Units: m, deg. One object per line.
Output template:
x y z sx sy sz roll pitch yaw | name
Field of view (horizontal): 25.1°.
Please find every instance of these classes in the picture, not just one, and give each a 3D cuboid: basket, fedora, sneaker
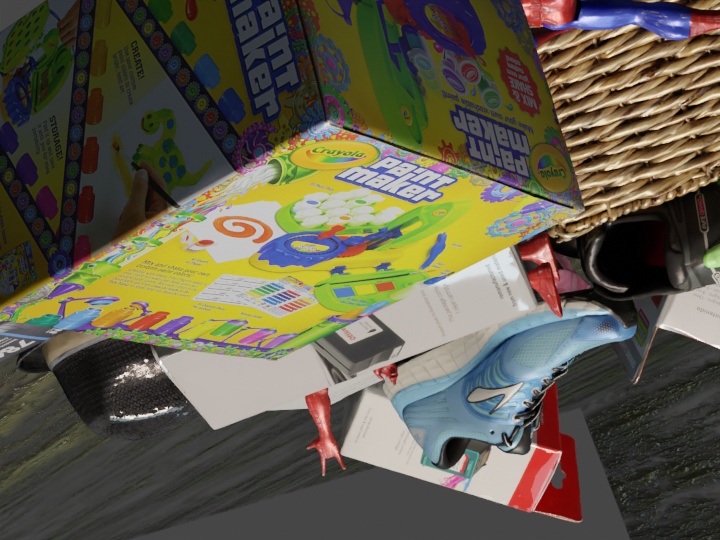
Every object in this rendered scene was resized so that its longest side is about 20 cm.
0.168 -0.134 0.941 0.199 0.149 0.143 -22 -158 9 | basket
-0.166 0.078 1.279 0.200 0.092 0.201 -20 168 -4 | fedora
0.109 0.074 1.081 0.200 0.090 0.078 -32 165 39 | sneaker
0.159 -0.027 0.984 0.084 0.077 0.200 -22 -168 -21 | sneaker

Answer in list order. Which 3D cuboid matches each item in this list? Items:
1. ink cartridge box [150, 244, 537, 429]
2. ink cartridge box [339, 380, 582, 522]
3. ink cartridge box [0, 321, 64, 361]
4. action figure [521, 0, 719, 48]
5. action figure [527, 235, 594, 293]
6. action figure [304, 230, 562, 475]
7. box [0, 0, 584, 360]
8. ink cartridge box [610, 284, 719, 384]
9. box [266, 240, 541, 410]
-0.020 -0.018 0.912 0.199 0.145 0.084 -21 139 7 | ink cartridge box
0.090 0.115 1.271 0.199 0.116 0.067 17 121 -7 | ink cartridge box
-0.239 0.025 1.055 0.099 0.039 0.200 -25 168 21 | ink cartridge box
0.106 -0.139 0.817 0.199 0.052 0.066 -9 141 -6 | action figure
0.119 0.048 1.246 0.134 0.149 0.200 -43 -159 11 | action figure
0.026 0.051 0.960 0.199 0.099 0.065 -13 -155 12 | action figure
-0.040 -0.056 0.726 0.192 0.123 0.200 -26 158 30 | box
0.248 -0.013 1.168 0.084 0.176 0.200 20 -165 -5 | ink cartridge box
0.000 0.000 1.103 0.198 0.131 0.200 -24 169 18 | box
